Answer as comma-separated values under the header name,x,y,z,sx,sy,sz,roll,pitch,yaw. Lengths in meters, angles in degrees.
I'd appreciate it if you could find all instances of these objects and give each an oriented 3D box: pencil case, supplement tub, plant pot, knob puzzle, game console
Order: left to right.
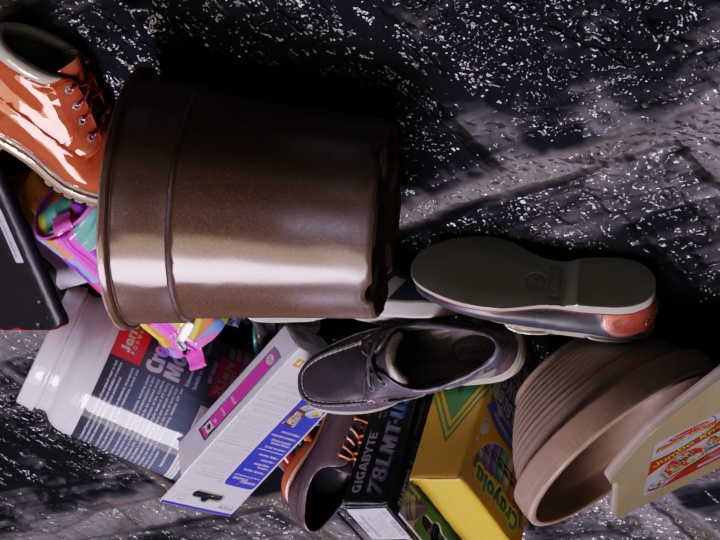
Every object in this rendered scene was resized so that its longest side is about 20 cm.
name,x,y,z,sx,sy,sz,roll,pitch,yaw
game console,-0.356,-0.034,1.516,0.177,0.031,0.200,-3,119,33
pencil case,-0.194,-0.003,1.496,0.088,0.088,0.200,-13,134,40
supplement tub,-0.207,0.108,1.609,0.200,0.140,0.140,25,147,-9
plant pot,-0.075,-0.047,1.288,0.198,0.200,0.200,4,145,8
plant pot,0.194,0.115,1.418,0.093,0.201,0.201,52,156,24
knob puzzle,0.280,0.115,1.377,0.219,0.030,0.220,-22,151,-13

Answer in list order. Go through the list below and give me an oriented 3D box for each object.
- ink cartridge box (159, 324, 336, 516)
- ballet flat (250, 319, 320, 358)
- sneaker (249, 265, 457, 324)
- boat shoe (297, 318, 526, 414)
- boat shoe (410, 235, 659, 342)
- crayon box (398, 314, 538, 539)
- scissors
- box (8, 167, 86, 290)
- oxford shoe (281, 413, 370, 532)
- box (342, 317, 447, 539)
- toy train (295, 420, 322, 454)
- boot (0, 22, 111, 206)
name,x,y,z,sx,sy,sz,roll,pitch,yaw
ink cartridge box,-0.091,0.137,1.522,0.200,0.037,0.095,-49,141,16
ballet flat,-0.073,0.033,1.505,0.068,0.068,0.200,-3,143,10
sneaker,0.000,0.000,1.418,0.200,0.085,0.075,2,172,-16
boat shoe,0.034,0.075,1.411,0.200,0.072,0.065,-9,167,20
boat shoe,0.139,0.020,1.374,0.200,0.071,0.063,6,148,13
crayon box,0.105,0.153,1.459,0.052,0.200,0.126,-4,141,31
scissors,-0.043,0.214,1.659,0.200,0.014,0.073,46,163,11
box,-0.326,-0.025,1.573,0.200,0.042,0.119,-12,136,42
oxford shoe,-0.003,0.150,1.549,0.071,0.073,0.200,21,108,-20
box,0.071,0.173,1.507,0.050,0.200,0.199,-4,141,29
toy train,-0.049,0.147,1.654,0.116,0.085,0.200,7,145,47
boot,-0.225,-0.121,1.354,0.200,0.075,0.107,27,132,-24
